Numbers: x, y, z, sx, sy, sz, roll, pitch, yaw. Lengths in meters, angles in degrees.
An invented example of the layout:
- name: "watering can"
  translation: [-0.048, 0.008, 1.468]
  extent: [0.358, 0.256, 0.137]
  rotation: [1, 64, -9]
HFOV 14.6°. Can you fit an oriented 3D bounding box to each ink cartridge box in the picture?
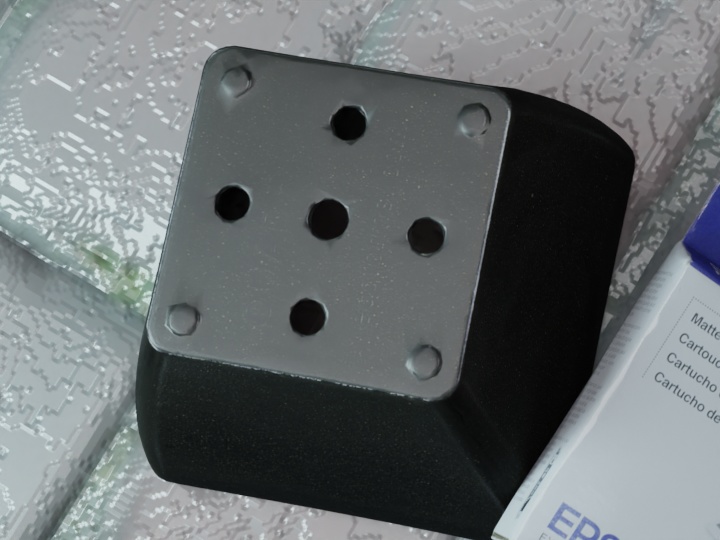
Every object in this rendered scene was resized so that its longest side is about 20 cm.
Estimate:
- name: "ink cartridge box"
  translation: [0.190, 0.086, 1.215]
  extent: [0.199, 0.041, 0.200]
  rotation: [34, 84, -10]

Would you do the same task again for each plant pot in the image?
- name: "plant pot"
  translation: [0.000, 0.000, 1.237]
  extent: [0.199, 0.177, 0.200]
  rotation: [10, 80, 12]
